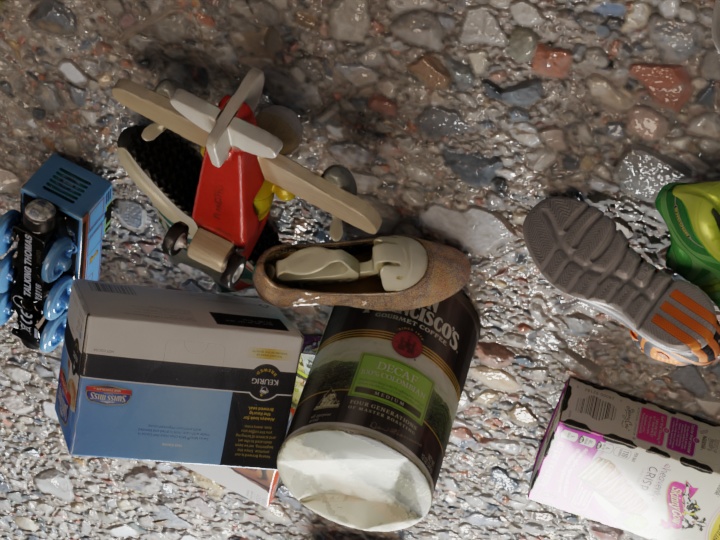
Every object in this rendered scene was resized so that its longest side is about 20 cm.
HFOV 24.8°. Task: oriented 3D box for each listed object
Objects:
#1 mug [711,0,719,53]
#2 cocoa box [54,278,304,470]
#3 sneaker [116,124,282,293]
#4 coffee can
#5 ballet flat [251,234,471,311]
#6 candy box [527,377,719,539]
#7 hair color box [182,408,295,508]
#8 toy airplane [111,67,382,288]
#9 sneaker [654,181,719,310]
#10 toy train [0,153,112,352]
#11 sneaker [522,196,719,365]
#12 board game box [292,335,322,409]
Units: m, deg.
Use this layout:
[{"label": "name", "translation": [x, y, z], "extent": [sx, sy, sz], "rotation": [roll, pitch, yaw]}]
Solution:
[{"label": "mug", "translation": [0.359, -0.167, 1.116], "extent": [0.153, 0.150, 0.186], "rotation": [35, 144, -27]}, {"label": "cocoa box", "translation": [-0.170, 0.096, 1.500], "extent": [0.198, 0.133, 0.133], "rotation": [6, 102, -18]}, {"label": "sneaker", "translation": [-0.166, -0.046, 1.507], "extent": [0.093, 0.071, 0.200], "rotation": [-27, 124, 35]}, {"label": "coffee can", "translation": [0.020, 0.116, 1.508], "extent": [0.145, 0.201, 0.147], "rotation": [11, 139, 10]}, {"label": "ballet flat", "translation": [0.000, 0.000, 1.459], "extent": [0.198, 0.069, 0.067], "rotation": [-7, 155, 2]}, {"label": "candy box", "translation": [0.275, 0.195, 1.596], "extent": [0.198, 0.061, 0.137], "rotation": [17, 138, 4]}, {"label": "hair color box", "translation": [-0.166, 0.157, 1.709], "extent": [0.199, 0.064, 0.111], "rotation": [24, 142, 7]}, {"label": "toy airplane", "translation": [-0.096, -0.099, 1.372], "extent": [0.198, 0.141, 0.201], "rotation": [-10, 122, 44]}, {"label": "sneaker", "translation": [0.305, -0.010, 1.371], "extent": [0.083, 0.074, 0.200], "rotation": [24, 156, 45]}, {"label": "toy train", "translation": [-0.294, -0.010, 1.567], "extent": [0.086, 0.114, 0.201], "rotation": [27, 140, 11]}, {"label": "sneaker", "translation": [0.223, 0.021, 1.397], "extent": [0.200, 0.078, 0.112], "rotation": [42, 177, 27]}, {"label": "board game box", "translation": [-0.047, 0.143, 1.696], "extent": [0.119, 0.032, 0.201], "rotation": [1, 135, 17]}]
